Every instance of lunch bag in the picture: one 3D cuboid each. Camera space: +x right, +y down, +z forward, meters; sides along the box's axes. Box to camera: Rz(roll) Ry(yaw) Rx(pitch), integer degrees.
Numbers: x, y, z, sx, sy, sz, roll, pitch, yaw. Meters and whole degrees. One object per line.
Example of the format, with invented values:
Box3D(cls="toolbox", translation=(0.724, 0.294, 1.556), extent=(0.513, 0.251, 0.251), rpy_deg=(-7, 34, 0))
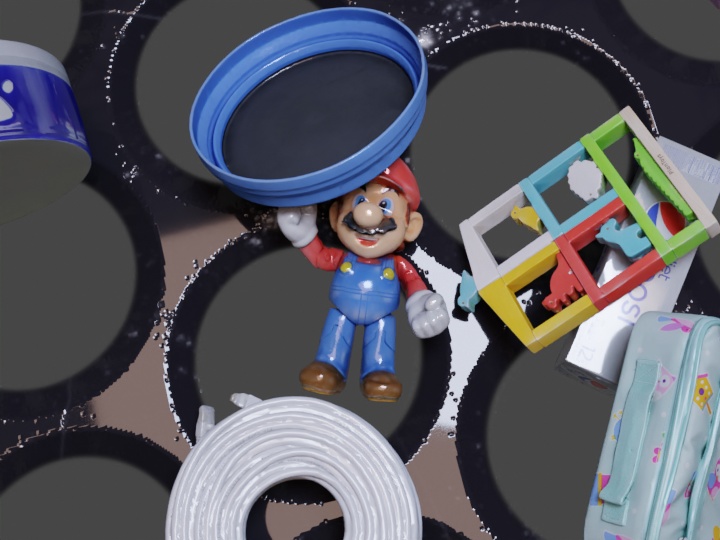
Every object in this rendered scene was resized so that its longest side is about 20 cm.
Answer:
Box3D(cls="lunch bag", translation=(0.241, 0.137, 0.720), extent=(0.077, 0.160, 0.202), rpy_deg=(6, 79, 45))

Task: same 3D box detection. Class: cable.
Box3D(cls="cable", translation=(-0.049, 0.196, 0.747), extent=(0.198, 0.069, 0.202), rpy_deg=(10, 69, 0))

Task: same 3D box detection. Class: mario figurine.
Box3D(cls="mario figurine", translation=(0.000, 0.000, 0.776), extent=(0.122, 0.106, 0.202), rpy_deg=(8, 86, -32))

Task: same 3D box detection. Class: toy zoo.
Box3D(cls="toy zoo", translation=(0.163, -0.025, 0.776), extent=(0.199, 0.020, 0.132), rpy_deg=(-36, 54, 14))

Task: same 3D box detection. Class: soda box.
Box3D(cls="soda box", translation=(0.227, 0.000, 0.794), extent=(0.063, 0.068, 0.201), rpy_deg=(24, 80, 7))

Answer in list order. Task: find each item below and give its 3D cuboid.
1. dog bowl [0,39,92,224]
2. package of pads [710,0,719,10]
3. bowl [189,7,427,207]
Box3D(cls="dog bowl", translation=(-0.313, -0.094, 0.754), extent=(0.198, 0.200, 0.079), rpy_deg=(-21, 82, -3))
Box3D(cls="package of pads", translation=(0.402, -0.223, 0.829), extent=(0.120, 0.076, 0.200), rpy_deg=(-42, 81, -9))
Box3D(cls="bowl", translation=(-0.040, -0.133, 0.793), extent=(0.199, 0.040, 0.202), rpy_deg=(-11, 50, 12))
